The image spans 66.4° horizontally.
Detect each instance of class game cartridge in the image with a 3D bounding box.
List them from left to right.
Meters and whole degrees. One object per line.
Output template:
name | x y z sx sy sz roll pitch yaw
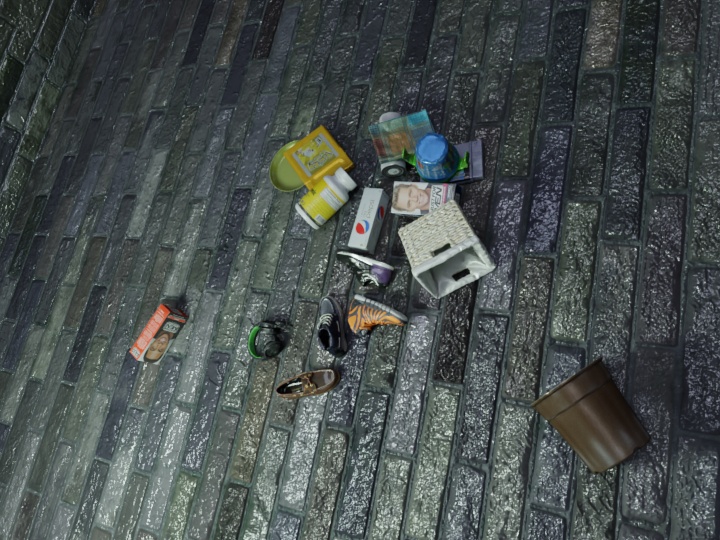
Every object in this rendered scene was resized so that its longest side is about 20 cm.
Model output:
game cartridge | -0.144 -0.380 1.886 0.176 0.032 0.200 -36 67 -2
game cartridge | 0.279 -0.323 1.691 0.199 0.038 0.131 -7 66 24

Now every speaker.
speaker | 0.103 -0.408 1.778 0.081 0.081 0.202 -10 68 23

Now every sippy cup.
sippy cup | 0.219 -0.338 1.617 0.177 0.130 0.140 -27 75 11

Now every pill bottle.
pill bottle | -0.109 -0.241 1.805 0.200 0.111 0.111 -42 60 6

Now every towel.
towel | 0.137 -0.422 1.728 0.198 0.022 0.148 -16 69 -2

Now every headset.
headset | -0.295 0.209 1.748 0.199 0.094 0.124 -29 62 27

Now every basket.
basket | 0.239 -0.055 1.525 0.197 0.200 0.162 -29 56 14

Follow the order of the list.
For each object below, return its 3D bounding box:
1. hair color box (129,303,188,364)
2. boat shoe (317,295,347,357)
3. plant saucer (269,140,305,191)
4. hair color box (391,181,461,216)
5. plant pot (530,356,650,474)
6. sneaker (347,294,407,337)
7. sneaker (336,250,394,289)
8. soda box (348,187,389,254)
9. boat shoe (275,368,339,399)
hair color box | -0.709 0.226 1.941 0.061 0.101 0.201 33 90 31
boat shoe | -0.096 0.159 1.668 0.074 0.093 0.201 -26 63 16
plant saucer | -0.232 -0.367 1.957 0.199 0.031 0.202 -9 68 23
hair color box | 0.197 -0.213 1.661 0.199 0.060 0.101 7 92 28
plant pot | 0.529 0.337 1.253 0.200 0.200 0.199 -37 68 10
sneaker | 0.045 0.152 1.621 0.199 0.077 0.113 20 86 41
sneaker | 0.000 0.000 1.692 0.199 0.076 0.088 17 86 30
soda box | 0.027 -0.156 1.737 0.068 0.064 0.201 10 76 29
boat shoe | -0.160 0.343 1.650 0.199 0.070 0.071 -24 62 16
